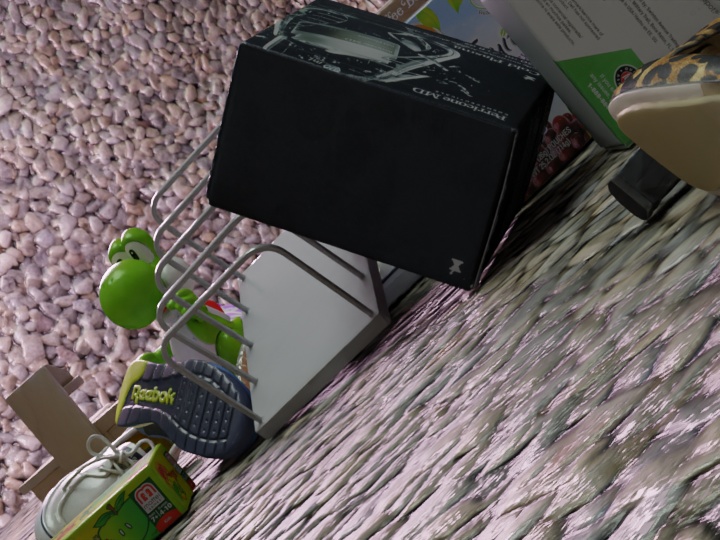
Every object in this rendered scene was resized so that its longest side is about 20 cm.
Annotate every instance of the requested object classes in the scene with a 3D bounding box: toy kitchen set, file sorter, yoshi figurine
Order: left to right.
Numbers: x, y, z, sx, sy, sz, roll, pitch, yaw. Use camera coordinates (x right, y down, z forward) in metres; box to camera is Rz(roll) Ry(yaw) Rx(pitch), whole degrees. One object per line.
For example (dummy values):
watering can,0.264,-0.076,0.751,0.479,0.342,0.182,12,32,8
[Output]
toy kitchen set,-0.299,0.160,1.904,0.200,0.164,0.181,-38,5,29
yoshi figurine,-0.166,0.057,1.485,0.112,0.201,0.112,-40,5,-6
file sorter,-0.079,-0.005,1.269,0.139,0.124,0.201,-44,30,21

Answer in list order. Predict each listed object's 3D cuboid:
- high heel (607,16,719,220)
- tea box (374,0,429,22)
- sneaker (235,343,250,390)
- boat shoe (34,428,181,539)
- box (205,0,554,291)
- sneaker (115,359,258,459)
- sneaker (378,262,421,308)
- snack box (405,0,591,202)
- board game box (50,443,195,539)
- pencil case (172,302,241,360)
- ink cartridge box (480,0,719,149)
high heel,0.181,-0.101,0.762,0.143,0.071,0.200,-48,-4,-7
tea box,0.126,-0.201,1.488,0.200,0.197,0.134,-39,4,28
sneaker,-0.045,0.049,1.436,0.071,0.080,0.201,-24,35,39
boat shoe,-0.214,0.181,1.489,0.202,0.074,0.087,-36,-19,-55
box,0.021,-0.096,1.175,0.197,0.198,0.125,-53,-21,-66
sneaker,-0.127,0.115,1.359,0.199,0.082,0.075,10,79,57
sneaker,0.006,-0.002,1.400,0.073,0.071,0.200,-37,6,43
snack box,0.133,-0.174,1.332,0.200,0.169,0.068,-42,4,-18
board game box,-0.220,0.226,1.291,0.200,0.048,0.102,-41,4,1
pencil case,-0.153,0.090,1.841,0.084,0.086,0.200,-39,5,11
ink cartridge box,0.204,-0.203,1.138,0.200,0.146,0.084,-40,3,-1
